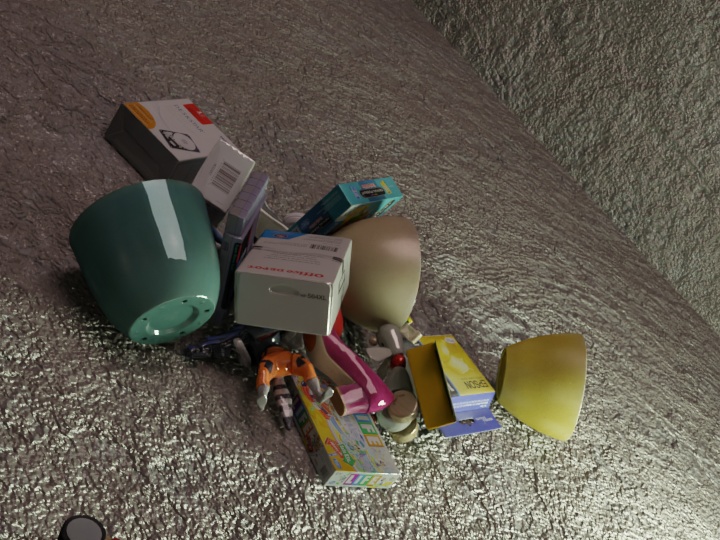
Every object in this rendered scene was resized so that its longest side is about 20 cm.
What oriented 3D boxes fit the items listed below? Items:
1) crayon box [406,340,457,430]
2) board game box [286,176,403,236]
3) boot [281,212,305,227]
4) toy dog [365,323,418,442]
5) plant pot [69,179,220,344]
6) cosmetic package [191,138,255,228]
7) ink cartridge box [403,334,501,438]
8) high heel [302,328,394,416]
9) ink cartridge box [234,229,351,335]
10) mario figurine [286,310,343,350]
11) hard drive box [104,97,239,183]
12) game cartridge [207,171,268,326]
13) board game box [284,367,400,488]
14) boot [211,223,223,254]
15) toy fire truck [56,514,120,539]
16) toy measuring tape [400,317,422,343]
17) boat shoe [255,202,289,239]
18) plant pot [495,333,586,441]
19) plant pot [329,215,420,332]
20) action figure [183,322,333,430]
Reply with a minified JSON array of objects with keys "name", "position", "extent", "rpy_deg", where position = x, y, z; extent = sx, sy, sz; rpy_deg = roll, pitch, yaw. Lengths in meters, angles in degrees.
[{"name":"crayon box","position":[0.113,0.186,1.568],"extent":[0.200,0.050,0.128],"rpy_deg":[69,7,-80]},{"name":"board game box","position":[-0.029,-0.096,1.728],"extent":[0.047,0.150,0.199],"rpy_deg":[56,28,9]},{"name":"boot","position":[-0.069,-0.026,1.807],"extent":[0.199,0.074,0.096],"rpy_deg":[37,18,-6]},{"name":"toy dog","position":[0.035,0.186,1.581],"extent":[0.094,0.134,0.201],"rpy_deg":[-8,31,-3]},{"name":"plant pot","position":[-0.283,0.001,1.352],"extent":[0.198,0.200,0.163],"rpy_deg":[5,53,-49]},{"name":"cosmetic package","position":[-0.237,-0.128,1.602],"extent":[0.073,0.103,0.200],"rpy_deg":[32,-18,-9]},{"name":"ink cartridge box","position":[0.158,0.202,1.772],"extent":[0.196,0.047,0.201],"rpy_deg":[3,40,-52]},{"name":"high heel","position":[-0.022,0.130,1.517],"extent":[0.094,0.068,0.202],"rpy_deg":[-6,52,-31]},{"name":"ink cartridge box","position":[-0.097,0.013,1.465],"extent":[0.143,0.086,0.200],"rpy_deg":[7,21,6]},{"name":"mario figurine","position":[-0.121,0.065,1.618],"extent":[0.197,0.125,0.106],"rpy_deg":[29,-17,-2]},{"name":"hard drive box","position":[-0.339,-0.231,1.786],"extent":[0.156,0.077,0.199],"rpy_deg":[44,25,10]},{"name":"game cartridge","position":[-0.181,-0.030,1.452],"extent":[0.038,0.203,0.131],"rpy_deg":[16,36,-2]},{"name":"board game box","position":[-0.035,0.232,1.473],"extent":[0.133,0.034,0.201],"rpy_deg":[14,35,-42]},{"name":"boot","position":[-0.290,-0.071,1.545],"extent":[0.199,0.096,0.074],"rpy_deg":[40,25,4]},{"name":"toy fire truck","position":[-0.231,0.361,0.927],"extent":[0.197,0.130,0.177],"rpy_deg":[26,26,-3]},{"name":"toy measuring tape","position":[0.059,0.078,1.772],"extent":[0.073,0.074,0.200],"rpy_deg":[30,3,-16]},{"name":"boat shoe","position":[-0.146,-0.064,1.773],"extent":[0.200,0.074,0.061],"rpy_deg":[43,29,22]},{"name":"plant pot","position":[0.333,0.209,1.858],"extent":[0.139,0.204,0.201],"rpy_deg":[9,28,0]},{"name":"plant pot","position":[0.000,0.000,1.677],"extent":[0.132,0.203,0.202],"rpy_deg":[8,36,-23]},{"name":"action figure","position":[-0.155,0.138,1.438],"extent":[0.196,0.106,0.194],"rpy_deg":[-14,39,-21]}]
